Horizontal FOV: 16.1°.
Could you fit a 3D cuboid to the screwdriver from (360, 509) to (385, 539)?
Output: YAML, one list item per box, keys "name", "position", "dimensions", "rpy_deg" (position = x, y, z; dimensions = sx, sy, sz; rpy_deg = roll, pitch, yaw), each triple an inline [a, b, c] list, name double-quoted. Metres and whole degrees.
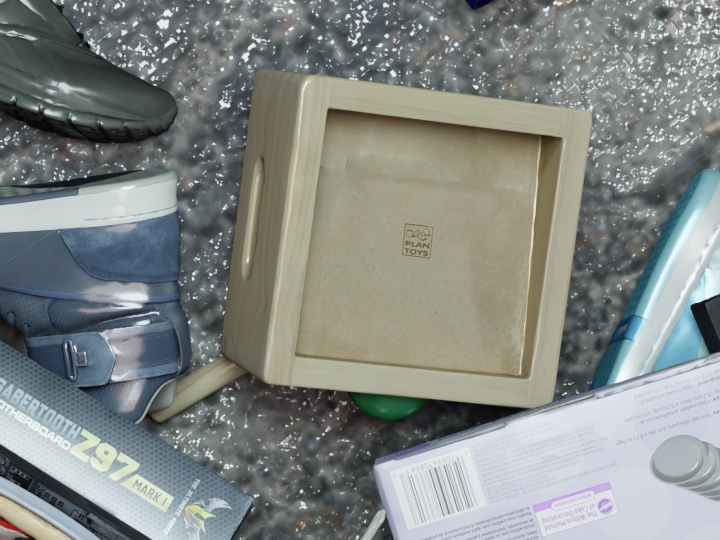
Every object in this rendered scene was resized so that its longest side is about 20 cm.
- name: "screwdriver"
  position: [-0.033, 0.195, 1.307]
  dimensions: [0.028, 0.029, 0.200]
  rpy_deg: [40, 127, 16]

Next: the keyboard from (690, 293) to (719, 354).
- name: "keyboard"
  position: [0.236, 0.099, 1.318]
  dimensions: [0.104, 0.040, 0.200]
  rpy_deg: [-26, 97, -4]

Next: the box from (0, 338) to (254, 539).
- name: "box"
  position: [-0.150, 0.118, 1.295]
  dimensions: [0.158, 0.200, 0.051]
  rpy_deg: [33, 66, -2]

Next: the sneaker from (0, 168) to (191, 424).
- name: "sneaker"
  position: [-0.184, 0.027, 1.340]
  dimensions: [0.202, 0.077, 0.146]
  rpy_deg: [-3, 103, 20]

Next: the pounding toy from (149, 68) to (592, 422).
- name: "pounding toy"
  position: [0.000, 0.000, 1.342]
  dimensions: [0.184, 0.142, 0.200]
  rpy_deg: [6, 95, -17]

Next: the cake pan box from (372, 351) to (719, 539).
- name: "cake pan box"
  position: [0.118, 0.156, 1.281]
  dimensions: [0.200, 0.052, 0.184]
  rpy_deg: [-19, 89, 1]

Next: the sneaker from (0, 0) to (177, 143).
- name: "sneaker"
  position: [-0.187, -0.129, 1.349]
  dimensions: [0.200, 0.076, 0.091]
  rpy_deg: [22, 84, -5]

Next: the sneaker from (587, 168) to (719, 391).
- name: "sneaker"
  position: [0.198, 0.059, 1.365]
  dimensions: [0.131, 0.080, 0.200]
  rpy_deg: [25, 92, -2]

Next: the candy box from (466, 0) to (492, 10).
- name: "candy box"
  position: [0.105, -0.262, 1.349]
  dimensions: [0.200, 0.077, 0.169]
  rpy_deg: [-32, 93, -2]

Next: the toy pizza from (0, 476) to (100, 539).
- name: "toy pizza"
  position: [-0.180, 0.155, 1.300]
  dimensions: [0.200, 0.200, 0.032]
  rpy_deg: [32, 66, -3]
